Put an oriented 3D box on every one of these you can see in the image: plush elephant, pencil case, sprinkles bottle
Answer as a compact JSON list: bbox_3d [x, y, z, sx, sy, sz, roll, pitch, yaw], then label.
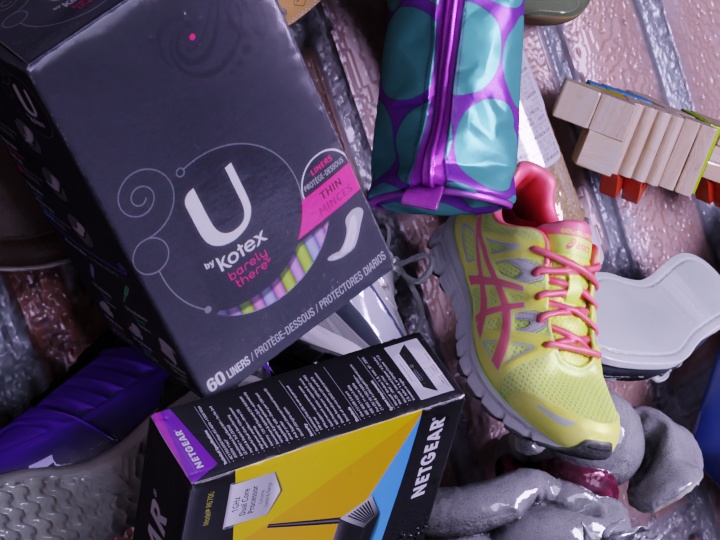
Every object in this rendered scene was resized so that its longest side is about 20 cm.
[{"bbox_3d":[0.109,0.131,1.216,0.165,0.200,0.155,34,51,-23],"label":"plush elephant"},{"bbox_3d":[0.050,-0.130,1.142,0.092,0.085,0.201,13,81,-81],"label":"pencil case"},{"bbox_3d":[0.081,-0.083,1.246,0.068,0.068,0.200,-32,107,-32],"label":"sprinkles bottle"}]

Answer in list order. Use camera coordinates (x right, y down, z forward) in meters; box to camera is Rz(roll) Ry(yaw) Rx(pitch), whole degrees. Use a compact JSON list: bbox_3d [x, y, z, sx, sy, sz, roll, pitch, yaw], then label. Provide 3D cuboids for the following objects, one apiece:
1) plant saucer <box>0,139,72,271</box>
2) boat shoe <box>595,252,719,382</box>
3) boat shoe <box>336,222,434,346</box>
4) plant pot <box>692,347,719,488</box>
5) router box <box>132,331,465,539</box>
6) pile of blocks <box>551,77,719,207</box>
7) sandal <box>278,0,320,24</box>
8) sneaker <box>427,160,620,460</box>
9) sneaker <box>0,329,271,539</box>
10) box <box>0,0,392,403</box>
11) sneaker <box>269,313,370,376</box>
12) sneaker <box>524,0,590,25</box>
[{"bbox_3d":[-0.179,-0.097,1.050,0.200,0.034,0.201,2,82,-18],"label":"plant saucer"},{"bbox_3d":[0.166,0.040,1.274,0.200,0.060,0.076,-8,57,-54],"label":"boat shoe"},{"bbox_3d":[-0.004,0.000,1.188,0.086,0.075,0.202,-41,105,-39],"label":"boat shoe"},{"bbox_3d":[0.354,0.082,1.349,0.200,0.179,0.200,42,64,-47],"label":"plant pot"},{"bbox_3d":[-0.039,0.131,1.044,0.149,0.051,0.200,-16,141,-26],"label":"router box"},{"bbox_3d":[0.179,-0.075,1.320,0.200,0.082,0.062,12,104,-41],"label":"pile of blocks"},{"bbox_3d":[-0.058,-0.157,1.154,0.200,0.082,0.055,-2,112,-43],"label":"sandal"},{"bbox_3d":[0.099,0.016,1.145,0.078,0.090,0.200,14,37,-35],"label":"sneaker"},{"bbox_3d":[-0.137,0.082,1.069,0.200,0.100,0.070,-22,132,1],"label":"sneaker"},{"bbox_3d":[-0.088,-0.059,0.981,0.122,0.106,0.200,-38,125,-17],"label":"box"},{"bbox_3d":[-0.035,0.036,1.129,0.200,0.074,0.079,38,34,-9],"label":"sneaker"},{"bbox_3d":[0.085,-0.213,1.238,0.200,0.090,0.067,36,68,-30],"label":"sneaker"}]
